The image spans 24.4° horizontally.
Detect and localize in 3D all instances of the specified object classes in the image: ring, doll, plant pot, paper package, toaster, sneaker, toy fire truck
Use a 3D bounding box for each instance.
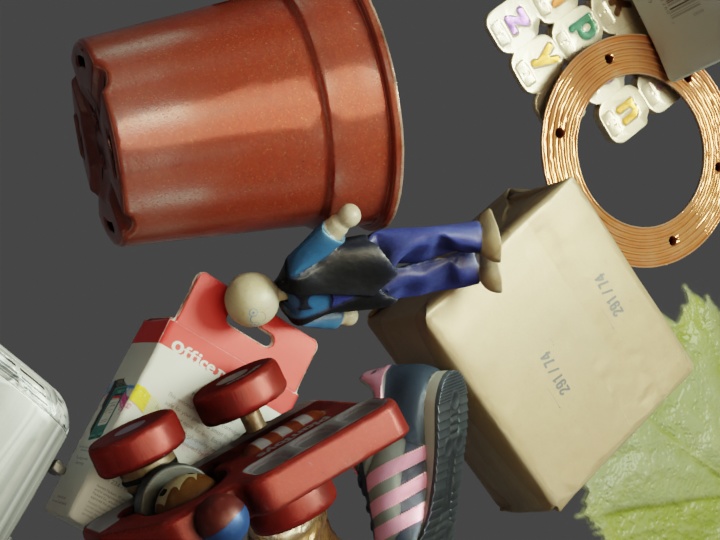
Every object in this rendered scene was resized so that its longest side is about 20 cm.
[{"bbox_3d":[0.236,-0.102,1.419,0.200,0.019,0.201,1,86,-25],"label":"ring"},{"bbox_3d":[0.000,0.000,1.194,0.200,0.137,0.049,-12,55,-4],"label":"doll"},{"bbox_3d":[-0.096,-0.108,1.189,0.195,0.201,0.201,-12,92,-17],"label":"plant pot"},{"bbox_3d":[0.139,0.058,1.332,0.191,0.103,0.200,-42,104,-22],"label":"paper package"},{"bbox_3d":[-0.294,0.100,1.118,0.200,0.114,0.129,41,67,-16],"label":"toaster"},{"bbox_3d":[0.028,0.168,1.254,0.070,0.082,0.200,8,91,-64],"label":"sneaker"},{"bbox_3d":[-0.082,0.138,1.107,0.200,0.168,0.112,-27,96,-24],"label":"toy fire truck"}]

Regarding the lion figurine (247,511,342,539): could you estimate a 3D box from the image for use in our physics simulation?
[{"bbox_3d":[-0.017,0.233,1.275,0.200,0.072,0.123,35,65,-35],"label":"lion figurine"}]

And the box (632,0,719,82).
[{"bbox_3d":[0.331,-0.274,1.421,0.200,0.106,0.153,-26,91,-31],"label":"box"}]

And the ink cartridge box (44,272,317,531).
[{"bbox_3d":[-0.128,0.114,1.219,0.116,0.067,0.200,33,74,-21],"label":"ink cartridge box"}]

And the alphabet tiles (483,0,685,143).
[{"bbox_3d":[0.199,-0.213,1.425,0.196,0.015,0.200,-38,103,-22],"label":"alphabet tiles"}]
